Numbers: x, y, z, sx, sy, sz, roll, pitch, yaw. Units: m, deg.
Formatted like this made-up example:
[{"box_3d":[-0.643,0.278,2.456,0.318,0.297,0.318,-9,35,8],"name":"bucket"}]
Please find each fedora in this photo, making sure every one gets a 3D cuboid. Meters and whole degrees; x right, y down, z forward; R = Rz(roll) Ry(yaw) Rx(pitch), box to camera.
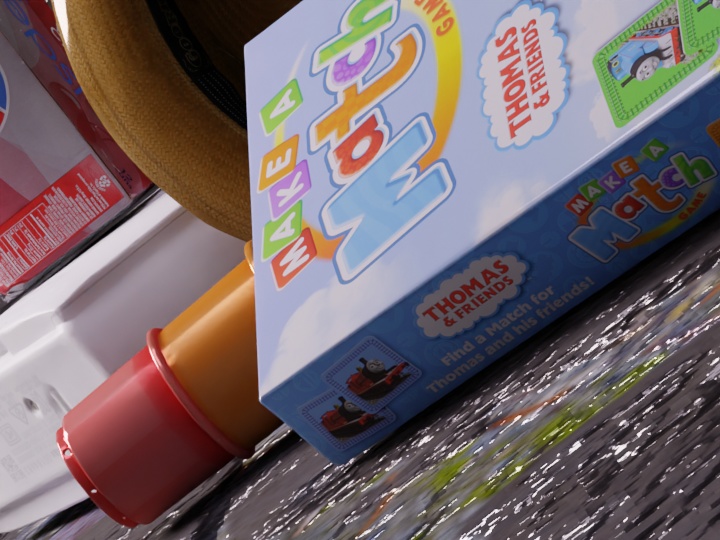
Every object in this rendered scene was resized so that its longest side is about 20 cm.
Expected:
[{"box_3d":[-0.002,-0.102,0.953,0.200,0.201,0.082,-36,-3,19],"name":"fedora"}]

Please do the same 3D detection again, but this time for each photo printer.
[{"box_3d":[-0.055,0.002,1.056,0.200,0.070,0.166,-41,6,-34],"name":"photo printer"}]

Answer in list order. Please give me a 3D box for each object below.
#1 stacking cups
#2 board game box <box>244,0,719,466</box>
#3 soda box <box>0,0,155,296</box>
[{"box_3d":[0.000,0.000,0.834,0.200,0.061,0.061,-41,5,7],"name":"stacking cups"},{"box_3d":[0.055,-0.060,0.744,0.200,0.037,0.152,-36,33,23],"name":"board game box"},{"box_3d":[-0.156,-0.091,1.044,0.063,0.200,0.070,-36,5,14],"name":"soda box"}]
